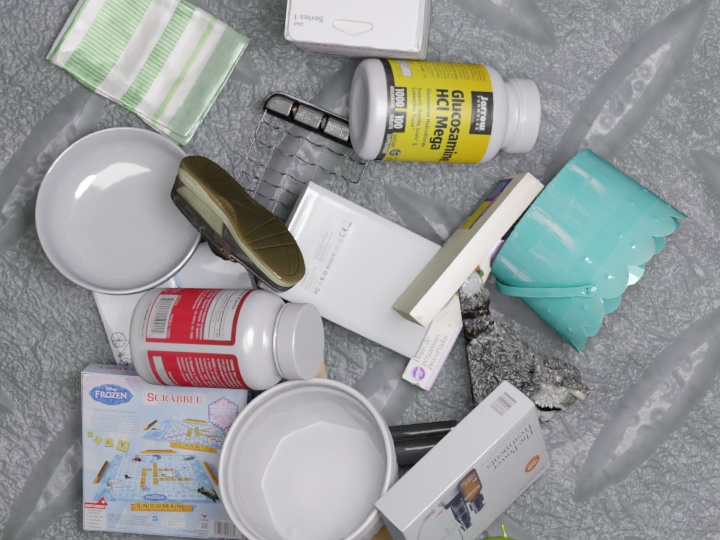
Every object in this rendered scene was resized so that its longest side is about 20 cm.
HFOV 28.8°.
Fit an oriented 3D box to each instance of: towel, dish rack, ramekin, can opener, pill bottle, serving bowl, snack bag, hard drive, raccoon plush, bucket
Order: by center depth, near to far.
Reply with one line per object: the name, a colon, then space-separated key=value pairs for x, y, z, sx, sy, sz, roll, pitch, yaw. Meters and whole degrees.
bucket: x=0.247 y=-0.024 z=1.545 sx=0.135 sy=0.207 sz=0.207 roll=39 pitch=96 yaw=11
pill bottle: x=-0.147 y=0.076 z=1.566 sx=0.199 sy=0.112 sz=0.113 roll=1 pitch=94 yaw=22
pill bottle: x=0.094 y=-0.177 z=1.572 sx=0.199 sy=0.112 sz=0.113 roll=0 pitch=94 yaw=-14
ramekin: x=-0.050 y=0.229 z=1.575 sx=0.199 sy=0.105 sz=0.201 roll=-5 pitch=69 yaw=12
raccoon plush: x=0.186 y=0.088 z=1.582 sx=0.133 sy=0.097 sz=0.201 roll=-8 pitch=128 yaw=2
hard drive: x=0.000 y=0.000 z=1.600 sx=0.199 sy=0.026 sz=0.132 roll=26 pitch=91 yaw=-15
dish rack: x=-0.075 y=-0.094 z=1.627 sx=0.153 sy=0.055 sz=0.201 roll=23 pitch=91 yaw=0
serving bowl: x=-0.274 y=-0.063 z=1.640 sx=0.199 sy=0.066 sz=0.201 roll=-1 pitch=75 yaw=3
towel: x=-0.253 y=-0.259 z=1.657 sx=0.200 sy=0.023 sz=0.153 roll=31 pitch=95 yaw=2
can opener: x=0.023 y=0.223 z=1.663 sx=0.199 sy=0.053 sz=0.067 roll=-6 pitch=126 yaw=5
snack bag: x=-0.204 y=0.069 z=1.677 sx=0.199 sy=0.021 sz=0.189 roll=-17 pitch=92 yaw=6

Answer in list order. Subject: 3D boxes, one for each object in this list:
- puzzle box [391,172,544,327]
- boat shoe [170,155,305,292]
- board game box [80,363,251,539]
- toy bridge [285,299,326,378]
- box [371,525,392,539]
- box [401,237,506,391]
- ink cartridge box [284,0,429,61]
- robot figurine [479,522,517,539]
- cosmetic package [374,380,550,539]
puzzle box: x=0.115 y=-0.024 z=1.541 sx=0.025 sy=0.133 sz=0.200 roll=41 pitch=87 yaw=-6
boat shoe: x=-0.139 y=-0.043 z=1.561 sx=0.201 sy=0.072 sz=0.066 roll=47 pitch=127 yaw=20
board game box: x=-0.230 y=0.215 z=1.667 sx=0.199 sy=0.041 sz=0.200 roll=4 pitch=103 yaw=4
toy bridge: x=-0.073 y=0.067 z=1.641 sx=0.027 sy=0.067 sz=0.201 roll=-22 pitch=91 yaw=-24
box: x=0.016 y=0.371 z=1.635 sx=0.200 sy=0.021 sz=0.163 roll=-52 pitch=53 yaw=6
box: x=0.110 y=0.044 z=1.638 sx=0.039 sy=0.041 sz=0.201 roll=27 pitch=97 yaw=4
ink cartridge box: x=0.002 y=-0.280 z=1.544 sx=0.144 sy=0.200 sz=0.084 roll=6 pitch=95 yaw=4
robot figurine: x=0.146 y=0.396 z=1.622 sx=0.175 sy=0.116 sz=0.200 roll=32 pitch=96 yaw=13
cosmetic package: x=0.117 y=0.235 z=1.543 sx=0.200 sy=0.151 sz=0.052 roll=-42 pitch=58 yaw=-13
